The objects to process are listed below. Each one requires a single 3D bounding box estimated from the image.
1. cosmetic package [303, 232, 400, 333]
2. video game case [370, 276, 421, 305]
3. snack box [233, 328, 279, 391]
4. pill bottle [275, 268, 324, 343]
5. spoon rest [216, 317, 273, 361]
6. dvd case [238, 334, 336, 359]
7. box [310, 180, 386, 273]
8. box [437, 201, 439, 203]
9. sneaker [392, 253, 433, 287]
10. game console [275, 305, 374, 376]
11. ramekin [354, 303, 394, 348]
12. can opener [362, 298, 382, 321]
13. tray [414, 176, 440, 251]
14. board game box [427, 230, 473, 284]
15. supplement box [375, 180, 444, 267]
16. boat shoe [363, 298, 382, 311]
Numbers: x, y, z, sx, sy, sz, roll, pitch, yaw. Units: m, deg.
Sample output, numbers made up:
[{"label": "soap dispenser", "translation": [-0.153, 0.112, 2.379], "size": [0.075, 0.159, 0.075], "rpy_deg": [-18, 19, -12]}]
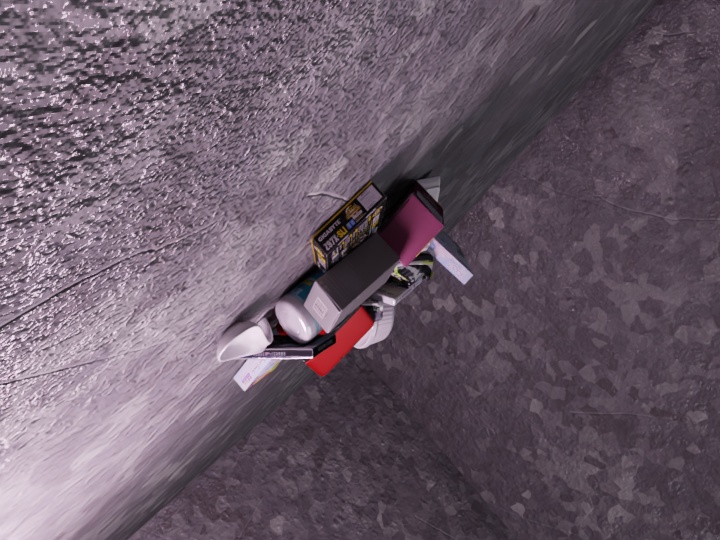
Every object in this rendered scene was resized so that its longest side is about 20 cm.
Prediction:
[{"label": "cosmetic package", "translation": [-0.016, 0.023, 1.190], "size": [0.198, 0.090, 0.108], "rpy_deg": [-36, 167, -33]}, {"label": "video game case", "translation": [0.049, 0.030, 1.594], "size": [0.181, 0.195, 0.024], "rpy_deg": [-33, 133, -54]}, {"label": "snack box", "translation": [-0.235, 0.217, 1.518], "size": [0.201, 0.053, 0.142], "rpy_deg": [-50, 172, 29]}, {"label": "pill bottle", "translation": [-0.086, 0.060, 1.273], "size": [0.199, 0.111, 0.111], "rpy_deg": [-39, 171, -34]}, {"label": "spoon rest", "translation": [-0.221, 0.137, 1.148], "size": [0.099, 0.061, 0.200], "rpy_deg": [-46, 173, 10]}, {"label": "dvd case", "translation": [-0.168, 0.170, 1.289], "size": [0.193, 0.026, 0.150], "rpy_deg": [-2, -175, 18]}, {"label": "box", "translation": [-0.024, -0.074, 1.137], "size": [0.160, 0.049, 0.200], "rpy_deg": [-46, 173, -10]}, {"label": "box", "translation": [0.115, -0.128, 1.510], "size": [0.199, 0.069, 0.083], "rpy_deg": [-40, 171, -28]}, {"label": "sneaker", "translation": [0.121, 0.005, 1.520], "size": [0.194, 0.086, 0.071], "rpy_deg": [-6, -169, -31]}, {"label": "game console", "translation": [-0.086, 0.136, 1.446], "size": [0.200, 0.173, 0.119], "rpy_deg": [-44, 174, -4]}, {"label": "ramekin", "translation": [0.022, 0.124, 1.716], "size": [0.092, 0.208, 0.203], "rpy_deg": [-2, 149, -31]}, {"label": "can opener", "translation": [-0.038, 0.102, 1.506], "size": [0.192, 0.070, 0.053], "rpy_deg": [-1, 176, 7]}, {"label": "tray", "translation": [0.161, -0.133, 1.465], "size": [0.105, 0.022, 0.207], "rpy_deg": [-17, 124, -43]}, {"label": "board game box", "translation": [0.228, -0.076, 1.654], "size": [0.043, 0.199, 0.200], "rpy_deg": [-44, -164, 16]}, {"label": "supplement box", "translation": [0.117, -0.113, 1.321], "size": [0.131, 0.103, 0.201], "rpy_deg": [-45, -174, 18]}, {"label": "boat shoe", "translation": [-0.015, 0.073, 1.612], "size": [0.060, 0.198, 0.075], "rpy_deg": [-20, 119, -28]}]
